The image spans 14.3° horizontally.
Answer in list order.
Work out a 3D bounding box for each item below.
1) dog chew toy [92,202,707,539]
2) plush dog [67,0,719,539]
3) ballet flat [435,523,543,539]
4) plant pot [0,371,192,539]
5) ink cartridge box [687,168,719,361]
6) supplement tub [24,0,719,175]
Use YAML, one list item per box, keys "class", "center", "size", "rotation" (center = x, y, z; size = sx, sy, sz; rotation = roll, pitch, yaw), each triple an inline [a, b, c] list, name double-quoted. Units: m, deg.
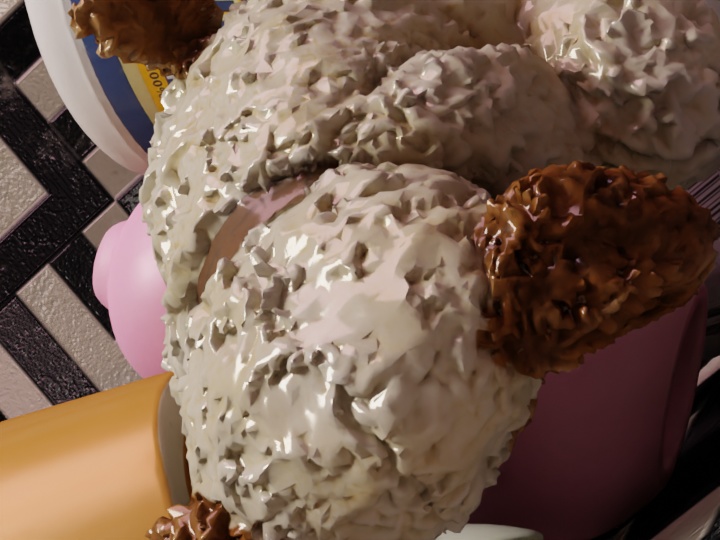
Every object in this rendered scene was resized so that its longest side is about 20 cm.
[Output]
- class: "dog chew toy"
  center: [0.009, 0.018, 0.936]
  size: [0.124, 0.199, 0.125]
  rotation: [11, -90, -76]
- class: "plush dog"
  center: [0.000, 0.000, 0.748]
  size: [0.200, 0.160, 0.172]
  rotation: [-46, 31, 21]
- class: "ballet flat"
  center: [0.022, 0.101, 0.786]
  size: [0.072, 0.068, 0.200]
  rotation: [-24, 2, 9]
- class: "plant pot"
  center: [-0.099, 0.127, 0.881]
  size: [0.183, 0.201, 0.200]
  rotation: [-29, 4, 16]
- class: "ink cartridge box"
  center: [0.117, -0.060, 1.007]
  size: [0.083, 0.145, 0.200]
  rotation: [-13, -16, -31]
- class: "supplement tub"
  center: [0.008, -0.112, 0.888]
  size: [0.199, 0.145, 0.144]
  rotation: [-9, 14, 22]
